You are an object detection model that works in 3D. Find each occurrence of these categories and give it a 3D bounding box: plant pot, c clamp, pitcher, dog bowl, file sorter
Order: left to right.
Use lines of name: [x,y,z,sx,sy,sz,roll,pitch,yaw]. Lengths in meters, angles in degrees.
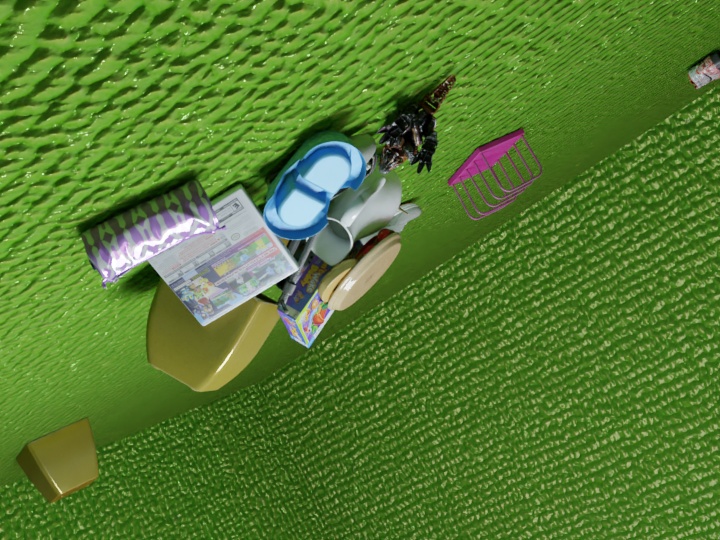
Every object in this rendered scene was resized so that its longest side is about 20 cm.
plant pot: [-0.915,0.596,2.729,0.198,0.178,0.200,-21,170,-37]
plant pot: [-0.280,0.107,1.620,0.202,0.193,0.194,-64,170,-1]
c clamp: [-0.103,-0.030,1.554,0.202,0.027,0.171,-66,-160,1]
dog bowl: [-0.076,-0.138,1.404,0.111,0.050,0.200,24,122,-32]
pitcher: [0.004,-0.123,1.610,0.200,0.121,0.171,-49,-176,-37]
file sorter: [0.328,-0.225,2.152,0.138,0.127,0.200,-25,171,-22]

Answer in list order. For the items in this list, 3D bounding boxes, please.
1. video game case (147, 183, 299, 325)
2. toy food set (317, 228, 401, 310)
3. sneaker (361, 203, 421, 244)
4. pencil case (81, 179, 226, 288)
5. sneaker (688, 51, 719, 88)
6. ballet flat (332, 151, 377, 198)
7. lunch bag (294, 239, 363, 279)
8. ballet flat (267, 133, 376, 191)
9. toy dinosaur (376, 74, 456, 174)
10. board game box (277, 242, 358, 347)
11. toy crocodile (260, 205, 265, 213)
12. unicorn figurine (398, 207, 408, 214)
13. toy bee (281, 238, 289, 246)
video game case: [-0.230,-0.022,1.459,0.198,0.183,0.023,-30,-149,8]
toy food set: [0.000,0.000,1.657,0.200,0.049,0.198,-45,169,-11]
sneaker: [0.072,-0.093,2.202,0.198,0.093,0.076,-27,172,-12]
pencil case: [-0.299,-0.054,1.266,0.198,0.086,0.084,-28,173,-9]
sneaker: [0.999,-0.568,2.529,0.107,0.068,0.200,-33,167,33]
ballet flat: [-0.056,-0.153,1.509,0.199,0.073,0.072,-33,172,-3]
lunch bag: [-0.089,-0.033,1.867,0.169,0.125,0.200,-30,152,12]
ballet flat: [-0.066,-0.170,1.447,0.198,0.070,0.069,-29,171,5]
toy dinosaur: [0.085,-0.239,1.464,0.136,0.101,0.202,-70,176,-59]
board game box: [-0.074,0.033,1.709,0.201,0.044,0.135,-56,159,-18]
toy crocodile: [-0.165,-0.088,1.591,0.199,0.062,0.067,-38,133,20]
unicorn figurine: [0.016,-0.127,1.950,0.136,0.075,0.200,-29,-172,-3]
toy bee: [-0.155,-0.042,1.696,0.199,0.109,0.131,-32,-170,47]
